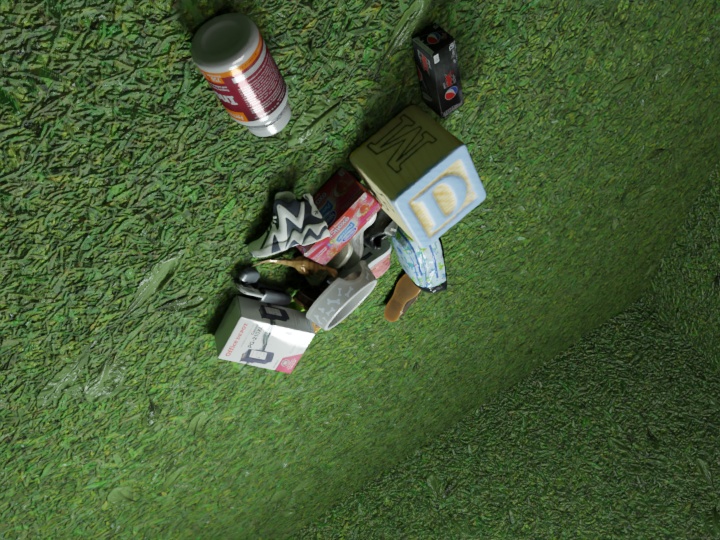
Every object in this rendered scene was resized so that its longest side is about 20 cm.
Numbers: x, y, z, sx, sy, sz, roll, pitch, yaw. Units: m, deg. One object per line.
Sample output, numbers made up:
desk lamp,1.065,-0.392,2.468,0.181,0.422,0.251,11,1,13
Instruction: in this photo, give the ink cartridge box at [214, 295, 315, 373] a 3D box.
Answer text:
ink cartridge box,-0.235,0.158,1.700,0.200,0.084,0.145,16,121,-28

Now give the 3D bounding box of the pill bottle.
pill bottle,-0.188,-0.314,1.154,0.113,0.113,0.200,-38,150,-4

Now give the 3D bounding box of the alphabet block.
alphabet block,0.127,-0.208,1.545,0.196,0.200,0.195,-38,140,-2

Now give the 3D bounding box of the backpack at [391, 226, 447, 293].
backpack,0.159,-0.054,1.877,0.154,0.163,0.200,-12,136,-17

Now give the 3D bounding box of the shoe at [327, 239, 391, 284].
shoe,0.000,0.000,1.843,0.200,0.071,0.091,-33,147,-20

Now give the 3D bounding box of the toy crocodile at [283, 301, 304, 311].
toy crocodile,-0.204,0.154,1.822,0.062,0.068,0.200,-12,140,-39

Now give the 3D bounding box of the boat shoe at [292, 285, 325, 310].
boat shoe,-0.118,0.066,1.779,0.070,0.070,0.200,-52,172,3

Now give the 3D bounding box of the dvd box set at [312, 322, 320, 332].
dvd box set,-0.052,0.097,1.873,0.200,0.029,0.146,-37,179,10

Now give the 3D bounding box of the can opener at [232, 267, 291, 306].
can opener,-0.225,0.039,1.653,0.067,0.053,0.200,-56,151,10

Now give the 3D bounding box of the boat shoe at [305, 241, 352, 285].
boat shoe,-0.069,-0.027,1.697,0.062,0.075,0.200,-22,166,-37

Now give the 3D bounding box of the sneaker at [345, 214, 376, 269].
sneaker,-0.029,-0.089,1.704,0.080,0.070,0.200,-8,130,-35

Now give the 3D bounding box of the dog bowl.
dog bowl,-0.040,0.065,1.689,0.200,0.059,0.200,-43,170,-10

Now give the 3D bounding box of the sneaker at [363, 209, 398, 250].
sneaker,0.068,-0.130,1.724,0.066,0.091,0.200,3,130,-52

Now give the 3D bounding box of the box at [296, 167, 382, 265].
box,-0.062,-0.119,1.583,0.200,0.096,0.100,-45,151,9

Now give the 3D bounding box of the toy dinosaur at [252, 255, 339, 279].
toy dinosaur,-0.145,-0.017,1.649,0.106,0.200,0.061,71,26,-83

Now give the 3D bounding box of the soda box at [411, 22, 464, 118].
soda box,0.165,-0.415,1.466,0.063,0.071,0.200,-37,151,-7

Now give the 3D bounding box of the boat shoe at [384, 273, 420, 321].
boat shoe,0.138,0.066,2.093,0.070,0.070,0.200,-30,159,-54

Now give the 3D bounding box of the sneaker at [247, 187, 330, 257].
sneaker,-0.171,-0.109,1.504,0.199,0.130,0.079,-13,-172,33
